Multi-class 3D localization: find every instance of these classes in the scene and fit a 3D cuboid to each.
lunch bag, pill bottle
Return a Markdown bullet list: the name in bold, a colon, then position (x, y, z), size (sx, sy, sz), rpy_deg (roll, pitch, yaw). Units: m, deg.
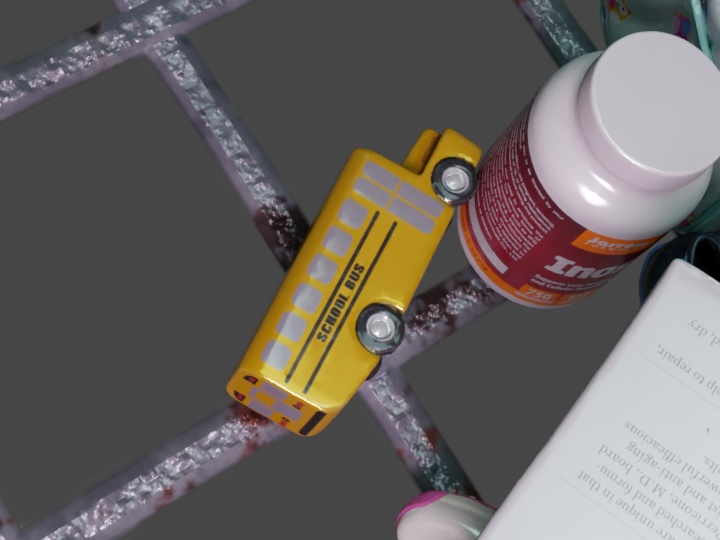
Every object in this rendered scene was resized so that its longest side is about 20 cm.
- **lunch bag**: position (0.226, -0.135, 1.105), size (0.076, 0.160, 0.202), rpy_deg (-9, 75, -19)
- **pill bottle**: position (0.137, -0.058, 1.030), size (0.112, 0.200, 0.114), rpy_deg (5, 70, -14)

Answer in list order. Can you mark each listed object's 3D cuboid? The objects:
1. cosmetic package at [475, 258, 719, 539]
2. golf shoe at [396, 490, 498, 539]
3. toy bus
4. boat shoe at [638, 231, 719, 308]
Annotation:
- **cosmetic package**: position (0.162, 0.140, 0.890), size (0.166, 0.168, 0.201), rpy_deg (35, 75, 11)
- **golf shoe**: position (0.092, 0.209, 0.981), size (0.200, 0.075, 0.092), rpy_deg (42, 41, 3)
- **toy bus**: position (0.000, 0.000, 1.045), size (0.078, 0.065, 0.201), rpy_deg (29, 67, -3)
- **boat shoe**: position (0.221, 0.074, 1.080), size (0.084, 0.069, 0.201), rpy_deg (-18, 78, -20)
